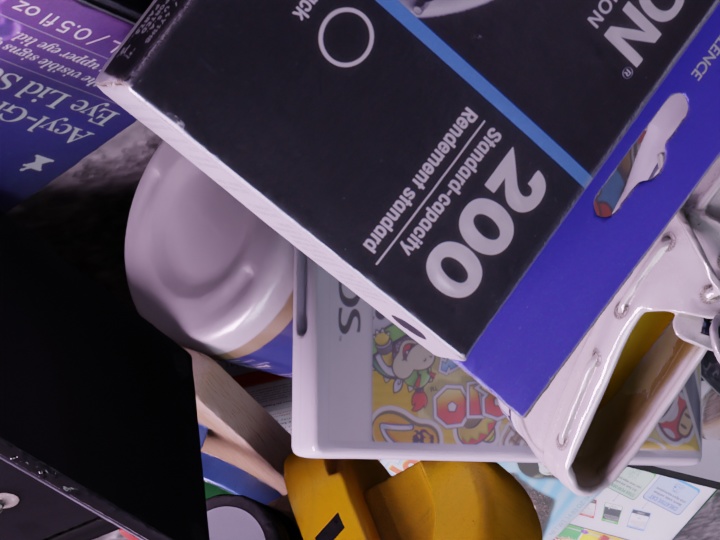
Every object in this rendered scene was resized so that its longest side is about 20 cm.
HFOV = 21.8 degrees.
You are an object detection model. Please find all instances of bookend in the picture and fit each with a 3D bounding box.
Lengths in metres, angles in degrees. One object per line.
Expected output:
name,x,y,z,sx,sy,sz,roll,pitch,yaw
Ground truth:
bookend,-0.190,0.061,0.657,0.199,0.093,0.199,-22,145,19

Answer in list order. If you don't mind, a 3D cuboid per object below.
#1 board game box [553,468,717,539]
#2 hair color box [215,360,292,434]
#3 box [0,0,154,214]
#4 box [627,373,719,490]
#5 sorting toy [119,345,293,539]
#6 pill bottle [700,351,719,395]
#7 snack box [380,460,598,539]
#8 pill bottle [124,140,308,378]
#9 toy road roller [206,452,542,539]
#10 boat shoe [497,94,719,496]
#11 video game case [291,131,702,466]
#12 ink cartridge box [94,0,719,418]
board game box,0.099,0.135,1.075,0.152,0.040,0.201,28,117,-19
hair color box,-0.042,0.076,1.039,0.100,0.062,0.200,-12,152,0
box,-0.169,-0.086,0.623,0.199,0.105,0.147,-32,148,33
box,0.181,0.057,0.942,0.199,0.117,0.060,16,115,-33
sorting toy,-0.129,0.080,0.883,0.197,0.070,0.200,16,162,26
pill bottle,0.230,-0.025,0.816,0.105,0.107,0.200,7,142,-34
snack box,0.053,0.118,1.014,0.116,0.037,0.200,30,116,-22
pill bottle,0.000,0.000,0.854,0.111,0.112,0.199,-31,148,33
toy road roller,0.019,0.163,0.805,0.145,0.201,0.123,-30,153,11
boat shoe,0.127,0.006,0.696,0.074,0.086,0.203,17,119,-38
video game case,0.062,-0.011,0.787,0.198,0.184,0.023,5,172,-31
ink cartridge box,0.052,-0.078,0.600,0.200,0.043,0.199,38,87,-26
